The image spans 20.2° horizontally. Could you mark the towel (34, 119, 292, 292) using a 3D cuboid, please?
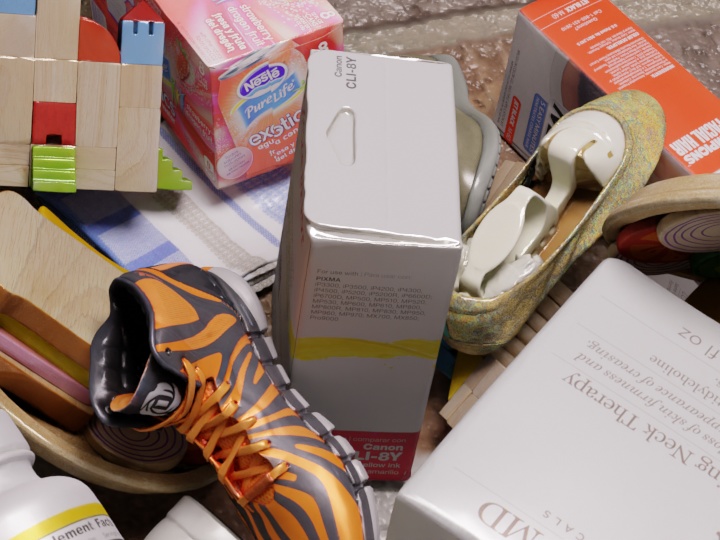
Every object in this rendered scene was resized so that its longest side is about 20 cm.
[{"bbox_3d":[-0.082,-0.051,1.267,0.200,0.024,0.147,-32,61,-30],"label":"towel"}]

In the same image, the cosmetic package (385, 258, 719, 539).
[{"bbox_3d":[0.129,0.140,1.052,0.167,0.166,0.200,33,54,17],"label":"cosmetic package"}]

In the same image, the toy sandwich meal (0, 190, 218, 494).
[{"bbox_3d":[-0.143,0.036,1.101,0.205,0.070,0.205,31,23,-15],"label":"toy sandwich meal"}]

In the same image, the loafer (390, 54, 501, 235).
[{"bbox_3d":[0.036,-0.078,1.252,0.070,0.075,0.200,8,25,-14],"label":"loafer"}]

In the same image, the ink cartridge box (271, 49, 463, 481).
[{"bbox_3d":[0.000,0.000,1.118,0.083,0.200,0.145,4,47,-6],"label":"ink cartridge box"}]

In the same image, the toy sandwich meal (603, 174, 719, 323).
[{"bbox_3d":[0.226,0.007,1.067,0.205,0.205,0.070,9,77,-2],"label":"toy sandwich meal"}]

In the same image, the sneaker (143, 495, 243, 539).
[{"bbox_3d":[-0.044,0.210,1.041,0.200,0.073,0.085,39,78,20],"label":"sneaker"}]

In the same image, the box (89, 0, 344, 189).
[{"bbox_3d":[-0.095,-0.159,1.281,0.095,0.103,0.200,-22,47,-19],"label":"box"}]

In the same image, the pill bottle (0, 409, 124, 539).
[{"bbox_3d":[-0.155,0.171,0.985,0.111,0.111,0.200,-28,75,-28],"label":"pill bottle"}]

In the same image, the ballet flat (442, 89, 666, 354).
[{"bbox_3d":[0.109,-0.040,1.159,0.071,0.071,0.200,34,73,18],"label":"ballet flat"}]

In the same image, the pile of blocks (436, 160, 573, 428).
[{"bbox_3d":[0.090,0.027,1.219,0.062,0.082,0.200,41,53,-32],"label":"pile of blocks"}]

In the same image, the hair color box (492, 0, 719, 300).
[{"bbox_3d":[0.174,-0.076,1.274,0.064,0.111,0.200,-29,60,-27],"label":"hair color box"}]

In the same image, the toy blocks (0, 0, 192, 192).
[{"bbox_3d":[-0.194,-0.119,1.194,0.200,0.137,0.100,2,7,-13],"label":"toy blocks"}]

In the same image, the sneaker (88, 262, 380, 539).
[{"bbox_3d":[-0.075,0.084,1.021,0.112,0.078,0.200,2,49,-57],"label":"sneaker"}]
